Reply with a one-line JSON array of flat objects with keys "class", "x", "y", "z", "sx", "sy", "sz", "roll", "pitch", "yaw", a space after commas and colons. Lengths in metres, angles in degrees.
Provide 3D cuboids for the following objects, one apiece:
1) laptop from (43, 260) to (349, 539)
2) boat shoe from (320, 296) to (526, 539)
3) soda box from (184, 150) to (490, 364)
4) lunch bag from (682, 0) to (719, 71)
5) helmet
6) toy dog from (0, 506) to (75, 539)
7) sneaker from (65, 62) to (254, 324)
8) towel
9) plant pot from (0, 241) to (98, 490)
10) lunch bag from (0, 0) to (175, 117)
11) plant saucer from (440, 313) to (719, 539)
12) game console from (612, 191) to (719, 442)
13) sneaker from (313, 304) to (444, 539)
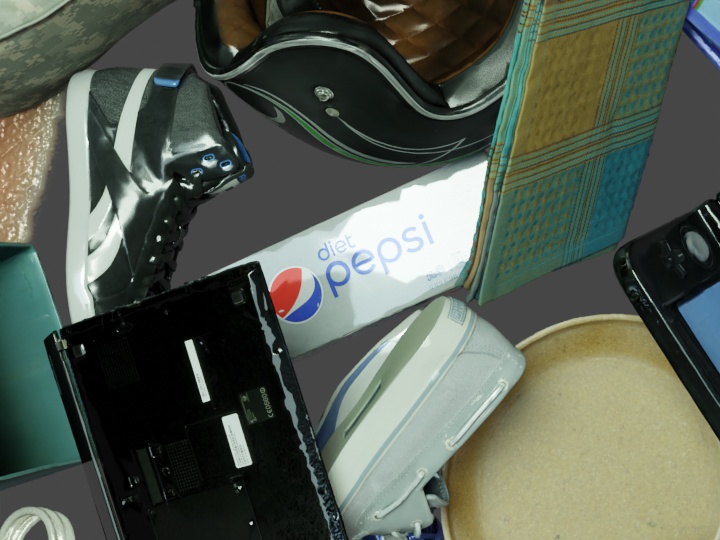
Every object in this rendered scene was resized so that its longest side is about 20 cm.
[{"class": "laptop", "x": -0.095, "y": 0.102, "z": 0.900, "sx": 0.198, "sy": 0.103, "sz": 0.179, "roll": -19, "pitch": 90, "yaw": 22}, {"class": "boat shoe", "x": 0.018, "y": 0.109, "z": 0.879, "sx": 0.071, "sy": 0.070, "sz": 0.202, "roll": 32, "pitch": 111, "yaw": -7}, {"class": "soda box", "x": 0.000, "y": 0.000, "z": 0.969, "sx": 0.198, "sy": 0.063, "sz": 0.069, "roll": -25, "pitch": 85, "yaw": 8}, {"class": "lunch bag", "x": 0.216, "y": -0.217, "z": 0.936, "sx": 0.150, "sy": 0.094, "sz": 0.200, "roll": -43, "pitch": 72, "yaw": 8}, {"class": "helmet", "x": 0.023, "y": -0.149, "z": 0.907, "sx": 0.189, "sy": 0.200, "sz": 0.202, "roll": 14, "pitch": 90, "yaw": -27}, {"class": "toy dog", "x": -0.202, "y": 0.249, "z": 0.995, "sx": 0.131, "sy": 0.096, "sz": 0.202, "roll": -16, "pitch": 71, "yaw": 17}, {"class": "sneaker", "x": -0.116, "y": -0.029, "z": 0.987, "sx": 0.110, "sy": 0.073, "sz": 0.203, "roll": -6, "pitch": 85, "yaw": 12}, {"class": "towel", "x": 0.119, "y": -0.089, "z": 0.873, "sx": 0.022, "sy": 0.146, "sz": 0.202, "roll": 31, "pitch": 123, "yaw": 34}, {"class": "plant pot", "x": -0.289, "y": 0.085, "z": 0.987, "sx": 0.198, "sy": 0.141, "sz": 0.143, "roll": -22, "pitch": 83, "yaw": 16}, {"class": "lunch bag", "x": -0.203, "y": -0.170, "z": 0.964, "sx": 0.199, "sy": 0.164, "sz": 0.118, "roll": -37, "pitch": 87, "yaw": 6}, {"class": "plant saucer", "x": 0.142, "y": 0.126, "z": 0.934, "sx": 0.198, "sy": 0.035, "sz": 0.203, "roll": 0, "pitch": 89, "yaw": -4}, {"class": "game console", "x": 0.261, "y": 0.031, "z": 0.897, "sx": 0.116, "sy": 0.175, "sz": 0.201, "roll": -38, "pitch": 80, "yaw": 35}, {"class": "sneaker", "x": 0.018, "y": 0.125, "z": 0.959, "sx": 0.115, "sy": 0.081, "sz": 0.200, "roll": 38, "pitch": 101, "yaw": 6}]
